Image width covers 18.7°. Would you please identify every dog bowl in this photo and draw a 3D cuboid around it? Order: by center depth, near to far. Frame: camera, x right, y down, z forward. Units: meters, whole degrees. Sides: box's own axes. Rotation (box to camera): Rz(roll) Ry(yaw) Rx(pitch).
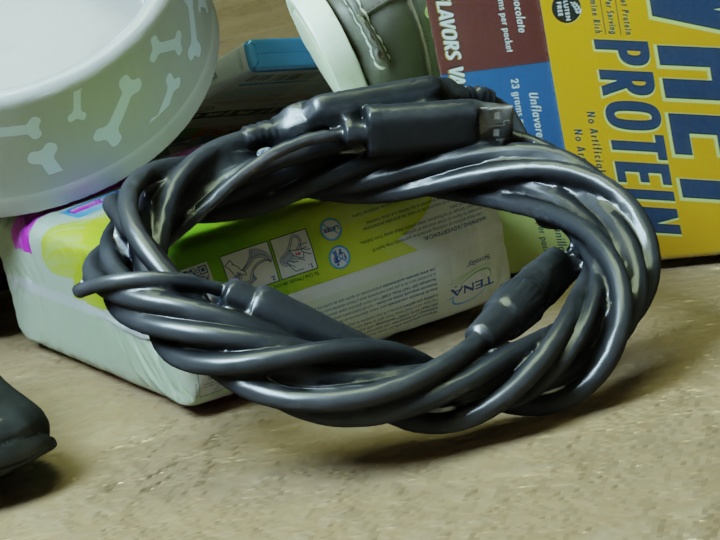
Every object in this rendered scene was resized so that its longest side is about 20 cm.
[{"bbox_3d":[-0.163,-0.117,0.956,0.200,0.059,0.200,-1,51,1],"label":"dog bowl"}]

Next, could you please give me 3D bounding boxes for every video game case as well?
[{"bbox_3d":[-0.057,-0.084,1.156,0.143,0.018,0.200,-8,-10,-40],"label":"video game case"}]

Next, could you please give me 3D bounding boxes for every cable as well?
[{"bbox_3d":[0.000,0.000,0.762,0.200,0.051,0.163,-11,45,-20],"label":"cable"}]

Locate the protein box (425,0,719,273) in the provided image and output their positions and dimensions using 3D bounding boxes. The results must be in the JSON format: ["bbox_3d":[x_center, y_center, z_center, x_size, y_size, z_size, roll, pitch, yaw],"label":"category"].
[{"bbox_3d":[0.163,-0.095,0.946,0.200,0.135,0.199,-6,14,25],"label":"protein box"}]

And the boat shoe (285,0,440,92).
[{"bbox_3d":[0.021,-0.082,0.996,0.060,0.072,0.202,-31,-22,0],"label":"boat shoe"}]

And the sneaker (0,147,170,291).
[{"bbox_3d":[-0.167,-0.010,1.039,0.200,0.076,0.116,-27,22,-16],"label":"sneaker"}]

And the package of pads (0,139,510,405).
[{"bbox_3d":[-0.047,-0.008,0.912,0.154,0.068,0.200,-19,16,-24],"label":"package of pads"}]

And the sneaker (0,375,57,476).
[{"bbox_3d":[-0.186,0.034,0.816,0.074,0.089,0.200,-20,17,-36],"label":"sneaker"}]

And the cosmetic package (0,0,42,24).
[{"bbox_3d":[-0.251,-0.080,1.024,0.200,0.085,0.108,-27,48,-19],"label":"cosmetic package"}]
